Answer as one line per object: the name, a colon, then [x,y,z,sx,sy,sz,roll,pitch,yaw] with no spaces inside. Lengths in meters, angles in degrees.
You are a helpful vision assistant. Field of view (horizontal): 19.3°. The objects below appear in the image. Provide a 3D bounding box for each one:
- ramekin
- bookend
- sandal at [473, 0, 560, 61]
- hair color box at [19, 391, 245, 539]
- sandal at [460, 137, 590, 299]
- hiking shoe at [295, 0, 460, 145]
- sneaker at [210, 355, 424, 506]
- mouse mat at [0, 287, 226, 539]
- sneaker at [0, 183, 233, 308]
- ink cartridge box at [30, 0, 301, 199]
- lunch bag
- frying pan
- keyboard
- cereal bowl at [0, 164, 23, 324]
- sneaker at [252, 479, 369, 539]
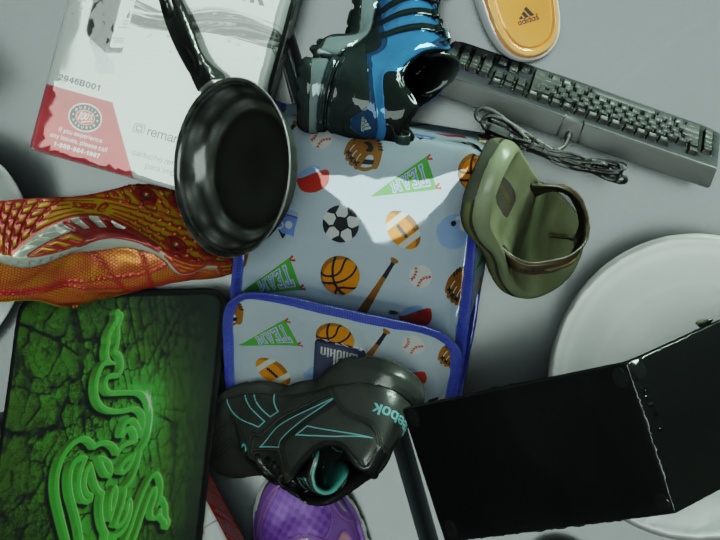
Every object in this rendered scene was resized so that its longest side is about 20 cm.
ramekin: [0.224,0.076,1.428,0.202,0.094,0.203,0,92,3]
bookend: [0.172,0.087,1.327,0.200,0.198,0.092,-19,92,-40]
sandal: [0.100,-0.245,1.428,0.079,0.059,0.207,-22,96,-22]
hair color box: [-0.136,0.197,1.430,0.111,0.064,0.200,-33,62,4]
sandal: [0.116,-0.027,1.379,0.057,0.201,0.080,13,82,21]
hiking shoe: [0.030,-0.148,1.398,0.086,0.075,0.200,19,50,14]
sneaker: [-0.044,0.114,1.405,0.075,0.200,0.079,34,54,-28]
mouse mat: [-0.173,0.107,1.440,0.160,0.008,0.201,-3,69,18]
sneaker: [-0.178,-0.012,1.447,0.199,0.077,0.073,0,52,-24]
ink cartridge box: [-0.125,-0.159,1.442,0.144,0.084,0.201,15,93,3]
lunch bag: [0.000,0.000,1.425,0.169,0.124,0.201,11,102,8]
frying pan: [-0.098,-0.090,1.376,0.190,0.031,0.115,52,124,34]
keyboard: [0.142,-0.100,1.414,0.199,0.127,0.021,19,123,2]
cereal bowl: [-0.327,-0.015,1.427,0.200,0.200,0.083,-52,48,4]
sneaker: [-0.030,0.236,1.453,0.080,0.088,0.201,-9,91,5]
